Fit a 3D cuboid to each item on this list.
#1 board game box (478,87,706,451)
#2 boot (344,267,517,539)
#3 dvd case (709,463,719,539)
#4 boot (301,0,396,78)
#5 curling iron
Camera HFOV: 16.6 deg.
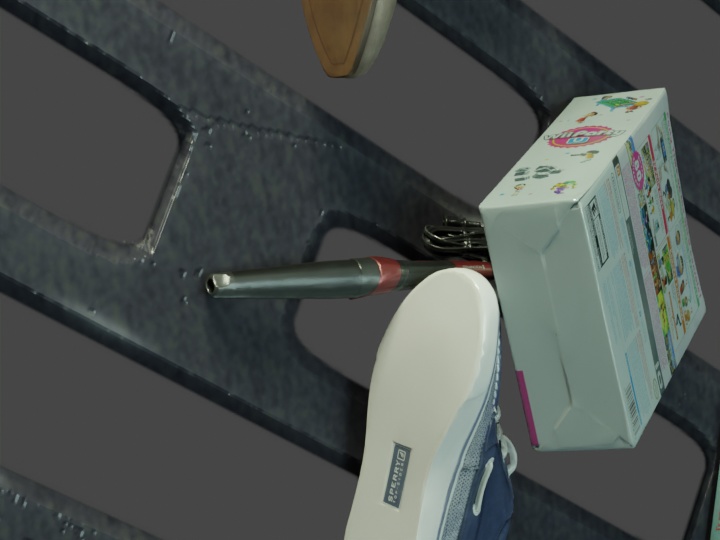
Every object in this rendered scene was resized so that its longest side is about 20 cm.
[{"bbox_3d":[0.138,-0.004,1.422,0.200,0.064,0.148,-46,127,-60],"label":"board game box"},{"bbox_3d":[0.052,0.093,1.393,0.090,0.073,0.201,-1,113,-49],"label":"boot"},{"bbox_3d":[0.312,0.129,1.685,0.199,0.022,0.147,9,88,-43],"label":"dvd case"},{"bbox_3d":[0.038,-0.205,1.355,0.146,0.070,0.202,-3,97,-46],"label":"boot"},{"bbox_3d":[0.000,0.000,1.363,0.199,0.050,0.026,-11,125,-36],"label":"curling iron"}]
